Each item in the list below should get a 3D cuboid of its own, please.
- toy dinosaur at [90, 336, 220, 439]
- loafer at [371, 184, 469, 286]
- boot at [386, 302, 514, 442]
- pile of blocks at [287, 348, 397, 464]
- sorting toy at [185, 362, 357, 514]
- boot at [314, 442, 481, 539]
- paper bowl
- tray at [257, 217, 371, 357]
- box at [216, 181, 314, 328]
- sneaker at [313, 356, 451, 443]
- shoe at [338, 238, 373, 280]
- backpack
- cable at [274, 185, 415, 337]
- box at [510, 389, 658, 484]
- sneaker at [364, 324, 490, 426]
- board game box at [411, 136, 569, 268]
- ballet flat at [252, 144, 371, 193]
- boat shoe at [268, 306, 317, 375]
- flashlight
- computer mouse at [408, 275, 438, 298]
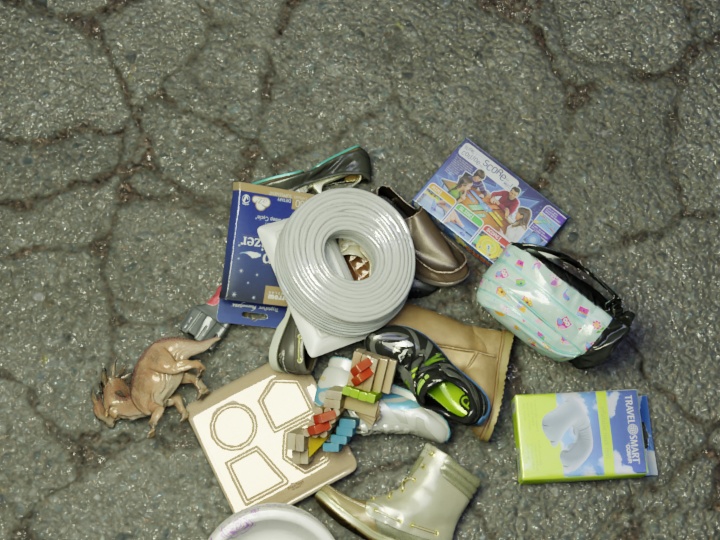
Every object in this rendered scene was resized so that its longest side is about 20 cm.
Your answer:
[{"bbox_3d":[-0.290,0.147,1.503,0.135,0.086,0.200,36,83,18],"label":"toy dinosaur"},{"bbox_3d":[0.077,-0.052,1.576,0.200,0.071,0.073,38,56,20],"label":"loafer"},{"bbox_3d":[0.107,0.142,1.543,0.198,0.066,0.176,12,63,4],"label":"boot"},{"bbox_3d":[-0.026,0.193,1.444,0.082,0.062,0.200,39,101,10],"label":"pile of blocks"},{"bbox_3d":[-0.126,0.237,1.525,0.184,0.037,0.201,-27,70,-9],"label":"sorting toy"},{"bbox_3d":[0.052,0.304,1.483,0.199,0.072,0.155,29,75,1],"label":"boot"},{"bbox_3d":[-0.118,0.408,1.419,0.199,0.104,0.202,1,85,-7],"label":"paper bowl"},{"bbox_3d":[-0.059,0.012,1.504,0.107,0.022,0.201,-19,77,-24],"label":"tray"},{"bbox_3d":[-0.136,-0.019,1.551,0.120,0.032,0.202,7,91,-29],"label":"box"},{"bbox_3d":[0.031,0.199,1.510,0.199,0.077,0.081,26,71,6],"label":"sneaker"},{"bbox_3d":[0.000,0.000,1.557,0.069,0.053,0.202,1,88,11],"label":"shoe"},{"bbox_3d":[0.264,0.049,1.512,0.200,0.167,0.127,36,82,1],"label":"backpack"},{"bbox_3d":[-0.017,-0.014,1.477,0.199,0.069,0.201,-30,83,-28],"label":"cable"},{"bbox_3d":[0.318,0.234,1.521,0.198,0.048,0.123,-3,73,-1],"label":"box"},{"bbox_3d":[0.090,0.140,1.468,0.199,0.083,0.071,38,99,16],"label":"sneaker"},{"bbox_3d":[0.195,-0.090,1.627,0.200,0.034,0.136,39,76,10],"label":"board game box"},{"bbox_3d":[-0.073,-0.127,1.623,0.199,0.068,0.069,-21,82,-7],"label":"ballet flat"},{"bbox_3d":[-0.068,0.052,1.537,0.060,0.072,0.203,8,73,29],"label":"boat shoe"},{"bbox_3d":[-0.192,0.014,1.578,0.068,0.068,0.201,40,77,-28],"label":"flashlight"},{"bbox_3d":[0.020,0.014,1.594,0.198,0.034,0.059,-4,73,-1],"label":"computer mouse"}]
